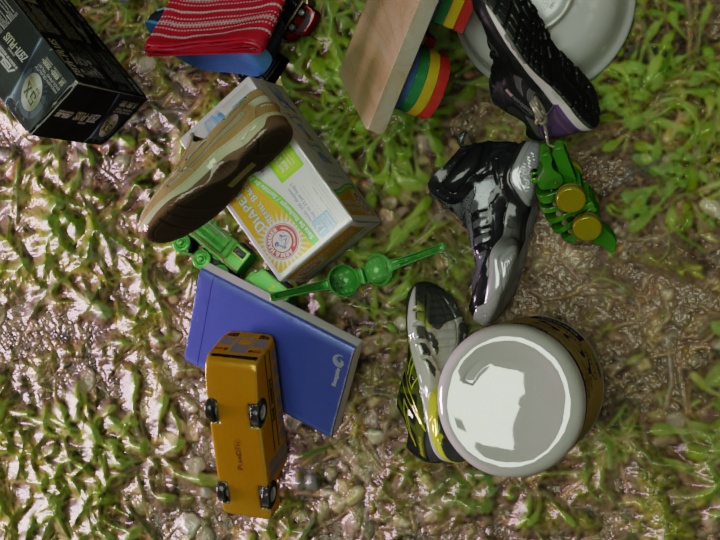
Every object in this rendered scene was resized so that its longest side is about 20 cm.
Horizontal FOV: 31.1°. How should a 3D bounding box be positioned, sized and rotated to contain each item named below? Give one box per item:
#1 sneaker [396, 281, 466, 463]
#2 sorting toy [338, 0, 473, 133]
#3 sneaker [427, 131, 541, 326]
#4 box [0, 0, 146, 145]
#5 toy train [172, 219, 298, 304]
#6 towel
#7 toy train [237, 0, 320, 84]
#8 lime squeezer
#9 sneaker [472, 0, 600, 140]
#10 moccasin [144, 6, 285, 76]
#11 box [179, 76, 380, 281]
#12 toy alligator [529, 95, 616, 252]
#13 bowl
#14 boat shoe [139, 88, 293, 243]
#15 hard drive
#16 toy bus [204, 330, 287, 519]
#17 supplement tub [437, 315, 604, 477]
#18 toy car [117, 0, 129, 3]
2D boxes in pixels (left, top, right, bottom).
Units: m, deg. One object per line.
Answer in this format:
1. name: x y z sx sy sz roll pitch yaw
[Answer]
1. sneaker: 0.067 0.113 1.397 0.084 0.074 0.202 -26 65 49
2. sorting toy: 0.057 -0.256 1.338 0.069 0.200 0.200 17 110 -17
3. sneaker: 0.123 -0.048 1.378 0.113 0.075 0.202 15 90 18
4. box: -0.366 -0.249 1.486 0.086 0.164 0.200 -42 80 14
5. toy train: -0.155 -0.013 1.488 0.200 0.042 0.057 39 93 14
6. towel: -0.146 -0.305 1.420 0.143 0.023 0.201 2 50 18
7. toy train: -0.070 -0.284 1.455 0.046 0.034 0.201 37 103 11
8. lime squeezer: 0.000 0.000 1.422 0.198 0.071 0.038 -16 68 6
9. sneaker: 0.154 -0.199 1.295 0.087 0.076 0.200 -17 130 36
10. moccasin: -0.158 -0.266 1.459 0.199 0.081 0.068 22 71 35
11. box: -0.087 -0.098 1.429 0.112 0.101 0.201 -40 79 15
12. toy alligator: 0.200 -0.088 1.321 0.054 0.060 0.201 -24 121 21
13. bowl: 0.182 -0.288 1.342 0.199 0.090 0.203 0 91 19
14. boat shoe: -0.162 -0.113 1.372 0.199 0.072 0.076 -38 65 10
15. hard drive: -0.101 0.090 1.450 0.199 0.025 0.133 26 126 15
16. toy bus: -0.125 0.175 1.439 0.064 0.078 0.202 4 117 17
17. supplement tub: 0.167 0.121 1.298 0.144 0.200 0.147 1 92 18
18. toy car: -0.275 -0.415 1.469 0.164 0.158 0.201 33 113 4
